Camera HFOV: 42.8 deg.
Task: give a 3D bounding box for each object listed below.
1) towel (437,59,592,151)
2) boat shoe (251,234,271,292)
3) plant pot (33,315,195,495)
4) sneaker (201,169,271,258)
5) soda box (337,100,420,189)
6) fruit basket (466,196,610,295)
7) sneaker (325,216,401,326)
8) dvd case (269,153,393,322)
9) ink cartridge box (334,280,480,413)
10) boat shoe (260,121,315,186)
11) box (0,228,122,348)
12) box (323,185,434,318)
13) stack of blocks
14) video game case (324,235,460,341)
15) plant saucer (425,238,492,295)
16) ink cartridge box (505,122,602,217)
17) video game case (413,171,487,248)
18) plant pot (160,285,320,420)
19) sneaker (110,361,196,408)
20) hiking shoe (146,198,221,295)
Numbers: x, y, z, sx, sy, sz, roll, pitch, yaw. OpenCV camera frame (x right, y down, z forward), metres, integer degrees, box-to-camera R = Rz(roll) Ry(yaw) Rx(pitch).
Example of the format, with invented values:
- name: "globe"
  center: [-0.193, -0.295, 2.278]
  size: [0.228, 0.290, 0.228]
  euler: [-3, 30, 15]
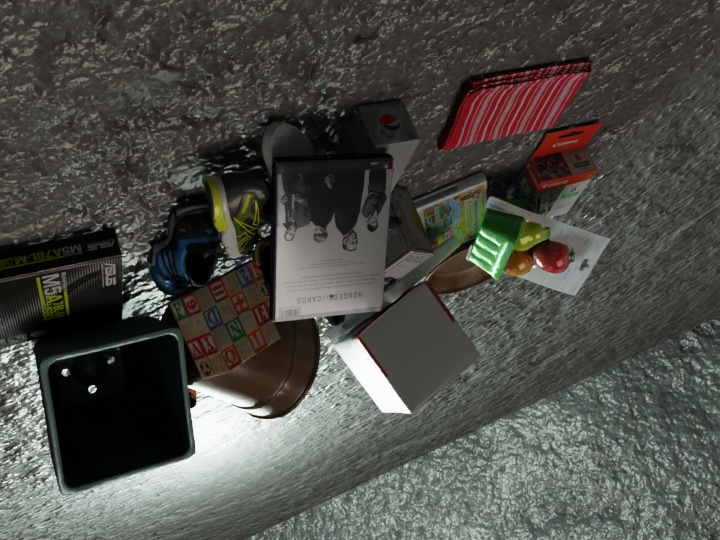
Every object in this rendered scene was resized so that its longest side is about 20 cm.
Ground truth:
- name: "towel"
  center: [0.208, -0.221, 1.248]
  size: [0.196, 0.023, 0.145]
  euler: [-14, 157, -21]
- name: "boat shoe"
  center: [-0.107, -0.022, 1.226]
  size: [0.072, 0.201, 0.072]
  euler: [35, 115, -26]
- name: "plant pot"
  center: [-0.370, 0.167, 1.323]
  size: [0.193, 0.200, 0.199]
  euler: [-12, -161, -28]
- name: "sneaker"
  center: [-0.141, -0.069, 1.157]
  size: [0.083, 0.076, 0.200]
  euler: [-14, 168, -2]
- name: "soda box"
  center: [0.008, -0.133, 1.202]
  size: [0.067, 0.064, 0.201]
  euler: [-12, 155, -24]
- name: "fruit basket"
  center: [0.282, -0.041, 1.483]
  size: [0.196, 0.095, 0.186]
  euler: [14, 150, 2]
- name: "sneaker"
  center: [0.000, 0.000, 1.294]
  size: [0.073, 0.082, 0.200]
  euler: [-5, 145, -45]
- name: "dvd case"
  center: [-0.037, -0.039, 1.119]
  size: [0.147, 0.025, 0.204]
  euler: [-5, 114, -20]
- name: "ink cartridge box"
  center: [0.067, 0.125, 1.450]
  size: [0.144, 0.146, 0.200]
  euler: [-38, -178, -15]
- name: "boat shoe"
  center: [-0.084, -0.112, 1.154]
  size: [0.069, 0.072, 0.200]
  euler: [13, 156, 33]
- name: "box"
  center: [-0.408, 0.028, 1.198]
  size: [0.190, 0.048, 0.201]
  euler: [-11, 156, -20]
- name: "box"
  center: [0.005, -0.025, 1.374]
  size: [0.199, 0.118, 0.060]
  euler: [-37, 153, 31]
- name: "stack of blocks"
  center: [-0.163, 0.055, 1.294]
  size: [0.058, 0.117, 0.199]
  euler: [-19, -171, 39]
- name: "video game case"
  center: [0.052, 0.029, 1.483]
  size: [0.199, 0.024, 0.181]
  euler: [-37, -179, -43]
- name: "plant saucer"
  center: [0.202, -0.020, 1.673]
  size: [0.197, 0.037, 0.201]
  euler: [-19, 157, -8]
- name: "ink cartridge box"
  center: [0.313, -0.151, 1.464]
  size: [0.107, 0.051, 0.201]
  euler: [-14, 157, -18]
- name: "video game case"
  center: [0.121, -0.075, 1.495]
  size: [0.179, 0.023, 0.201]
  euler: [-22, 157, -1]
- name: "plant pot"
  center: [-0.196, 0.116, 1.425]
  size: [0.199, 0.203, 0.197]
  euler: [-32, 148, 24]
- name: "sneaker"
  center: [-0.359, 0.202, 1.572]
  size: [0.070, 0.091, 0.198]
  euler: [-36, 154, 33]
- name: "hiking shoe"
  center: [-0.235, -0.009, 1.221]
  size: [0.073, 0.088, 0.201]
  euler: [-9, 154, -27]
